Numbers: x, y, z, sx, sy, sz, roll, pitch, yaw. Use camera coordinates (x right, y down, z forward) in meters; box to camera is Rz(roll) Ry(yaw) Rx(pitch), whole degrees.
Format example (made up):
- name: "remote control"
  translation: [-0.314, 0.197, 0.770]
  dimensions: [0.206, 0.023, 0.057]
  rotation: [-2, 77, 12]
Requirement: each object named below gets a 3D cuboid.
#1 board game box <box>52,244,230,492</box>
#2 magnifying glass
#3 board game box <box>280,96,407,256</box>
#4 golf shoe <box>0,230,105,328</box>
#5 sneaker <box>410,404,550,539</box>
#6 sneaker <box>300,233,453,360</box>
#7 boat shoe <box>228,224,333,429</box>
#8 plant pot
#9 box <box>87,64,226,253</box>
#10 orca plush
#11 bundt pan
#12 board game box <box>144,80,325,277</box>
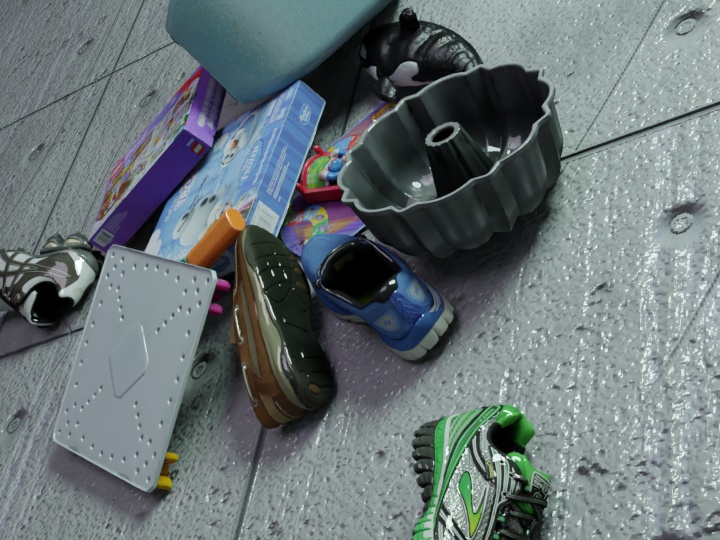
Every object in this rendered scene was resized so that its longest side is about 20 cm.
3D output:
- name: "board game box"
  translation: [-0.208, 0.087, 1.220]
  dimensions: [0.199, 0.026, 0.203]
  rotation: [12, 84, 51]
- name: "magnifying glass"
  translation: [-0.170, 0.006, 1.253]
  dimensions: [0.200, 0.022, 0.080]
  rotation: [-42, 68, 38]
- name: "board game box"
  translation: [-0.012, -0.105, 1.261]
  dimensions: [0.199, 0.039, 0.159]
  rotation: [-38, 35, 9]
- name: "golf shoe"
  translation: [-0.383, 0.023, 1.484]
  dimensions: [0.198, 0.078, 0.095]
  rotation: [-20, 41, 33]
- name: "sneaker"
  translation: [0.082, 0.163, 0.851]
  dimensions: [0.084, 0.078, 0.202]
  rotation: [-27, 37, 22]
- name: "sneaker"
  translation: [0.000, 0.000, 1.097]
  dimensions: [0.079, 0.089, 0.199]
  rotation: [-49, 32, -8]
- name: "boat shoe"
  translation: [-0.085, 0.048, 1.134]
  dimensions: [0.074, 0.075, 0.202]
  rotation: [-39, 44, 24]
- name: "plant pot"
  translation: [-0.094, -0.289, 1.372]
  dimensions: [0.200, 0.196, 0.196]
  rotation: [-46, 6, 12]
- name: "box"
  translation: [-0.225, -0.124, 1.451]
  dimensions: [0.200, 0.039, 0.138]
  rotation: [-43, 26, 32]
- name: "orca plush"
  translation: [0.052, -0.217, 1.273]
  dimensions: [0.105, 0.071, 0.200]
  rotation: [-35, 34, -3]
- name: "bundt pan"
  translation: [0.084, -0.086, 1.092]
  dimensions: [0.200, 0.076, 0.203]
  rotation: [-24, 31, 15]
- name: "board game box"
  translation: [-0.137, -0.076, 1.335]
  dimensions: [0.198, 0.043, 0.202]
  rotation: [-24, 38, 44]
